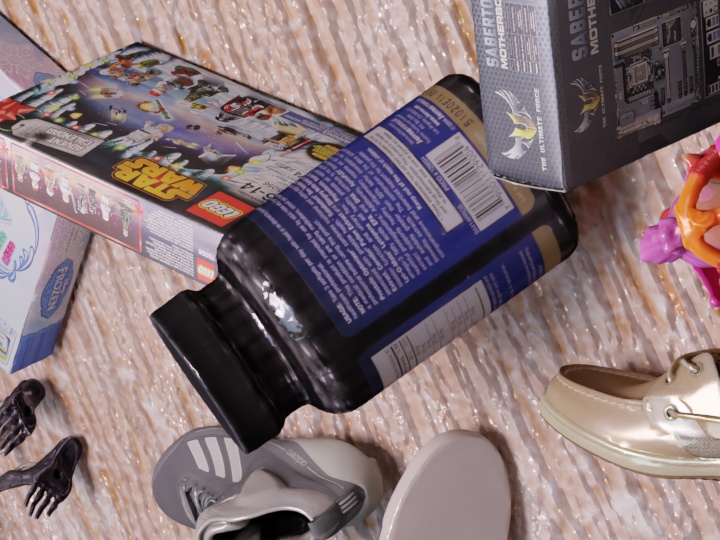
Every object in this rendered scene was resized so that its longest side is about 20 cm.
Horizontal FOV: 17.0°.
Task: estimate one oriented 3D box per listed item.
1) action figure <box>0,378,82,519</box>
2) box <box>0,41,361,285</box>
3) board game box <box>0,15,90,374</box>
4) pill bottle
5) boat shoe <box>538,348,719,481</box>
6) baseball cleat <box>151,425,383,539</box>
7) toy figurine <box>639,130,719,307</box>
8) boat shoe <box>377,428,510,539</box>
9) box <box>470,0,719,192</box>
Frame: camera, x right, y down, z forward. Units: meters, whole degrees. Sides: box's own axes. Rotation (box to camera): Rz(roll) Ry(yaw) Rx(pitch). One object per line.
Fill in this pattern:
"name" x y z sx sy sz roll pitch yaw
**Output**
"action figure" -0.286 0.121 1.622 0.200 0.102 0.119 -5 118 43
"box" -0.101 -0.061 1.326 0.200 0.137 0.040 24 128 33
"board game box" -0.252 -0.071 1.534 0.200 0.043 0.199 41 133 22
"pill bottle" 0.000 0.000 1.200 0.112 0.200 0.112 54 172 11
"boat shoe" 0.179 0.068 1.176 0.200 0.072 0.065 14 111 36
"baseball cleat" -0.079 0.136 1.426 0.200 0.106 0.070 -12 106 48
"toy figurine" 0.191 -0.028 1.048 0.184 0.200 0.151 -30 76 59
"boat shoe" 0.027 0.177 1.372 0.093 0.074 0.201 -142 64 -68
"box" 0.116 -0.152 1.058 0.051 0.158 0.201 13 119 45
